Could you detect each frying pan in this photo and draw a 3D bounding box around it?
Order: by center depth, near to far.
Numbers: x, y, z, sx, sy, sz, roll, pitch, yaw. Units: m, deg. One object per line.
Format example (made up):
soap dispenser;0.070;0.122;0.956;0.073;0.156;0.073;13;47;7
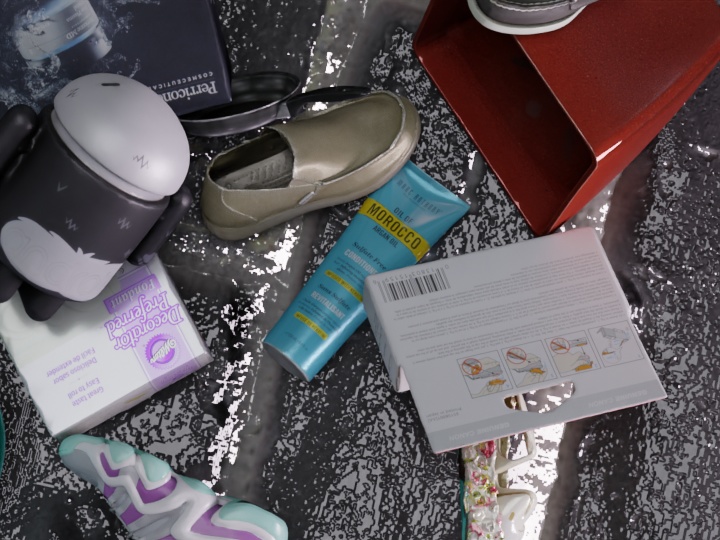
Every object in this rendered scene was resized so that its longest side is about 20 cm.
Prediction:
frying pan;-0.068;-0.141;1.762;0.188;0.115;0.031;-5;112;16

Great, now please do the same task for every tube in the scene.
tube;0.000;0.000;1.774;0.077;0.050;0.200;38;77;2

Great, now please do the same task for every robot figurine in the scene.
robot figurine;-0.220;-0.059;1.675;0.125;0.150;0.200;43;107;11

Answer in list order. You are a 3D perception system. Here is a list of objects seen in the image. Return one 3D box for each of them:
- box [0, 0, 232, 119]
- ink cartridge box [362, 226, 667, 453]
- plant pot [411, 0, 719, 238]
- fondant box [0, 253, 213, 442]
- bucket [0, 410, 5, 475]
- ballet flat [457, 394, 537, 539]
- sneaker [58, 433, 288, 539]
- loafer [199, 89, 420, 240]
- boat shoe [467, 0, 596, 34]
box;-0.218;-0.219;1.742;0.195;0.118;0.202;-14;109;-1
ink cartridge box;0.120;0.061;1.707;0.198;0.044;0.175;-12;56;-12
plant pot;0.180;-0.176;1.731;0.175;0.200;0.201;-30;80;-16
fondant box;-0.229;0.018;1.767;0.143;0.058;0.201;-28;81;-4
bucket;-0.382;0.133;1.711;0.205;0.135;0.209;0;80;2
ballet flat;0.109;0.161;1.722;0.063;0.076;0.202;-4;81;15
sneaker;-0.170;0.223;1.718;0.199;0.078;0.141;24;81;6
loafer;-0.042;-0.091;1.767;0.199;0.068;0.076;-29;61;-3
boat shoe;0.171;-0.235;1.620;0.200;0.061;0.072;-22;76;-24
